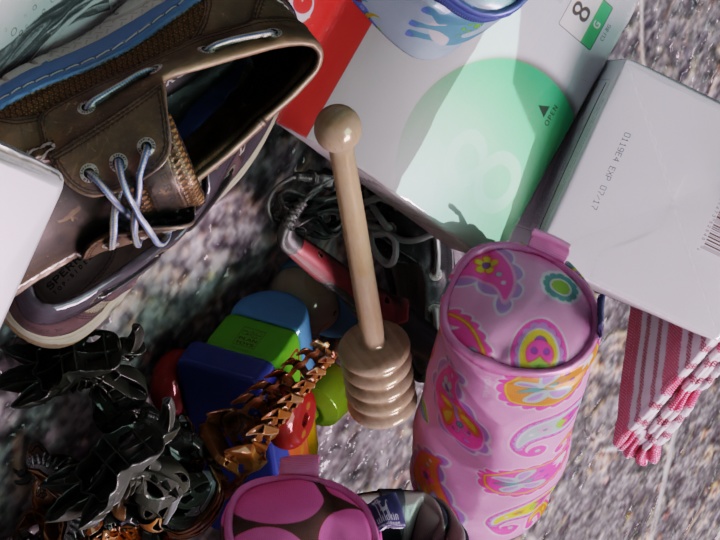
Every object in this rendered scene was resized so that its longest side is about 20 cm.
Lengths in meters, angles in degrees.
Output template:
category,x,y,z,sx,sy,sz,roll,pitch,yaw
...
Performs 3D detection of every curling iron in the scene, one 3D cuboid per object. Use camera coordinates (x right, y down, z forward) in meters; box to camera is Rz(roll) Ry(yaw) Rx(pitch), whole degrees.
category,x,y,z,sx,sy,sz,roll,pitch,yaw
curling iron,0.015,0.012,1.084,0.050,0.025,0.200,-55,133,-11

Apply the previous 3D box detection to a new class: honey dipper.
category,x,y,z,sx,sy,sz,roll,pitch,yaw
honey dipper,0.000,0.000,1.016,0.038,0.038,0.201,-43,144,-29

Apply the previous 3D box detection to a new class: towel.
category,x,y,z,sx,sy,sz,roll,pitch,yaw
towel,0.201,0.000,1.144,0.200,0.030,0.147,-56,-166,43

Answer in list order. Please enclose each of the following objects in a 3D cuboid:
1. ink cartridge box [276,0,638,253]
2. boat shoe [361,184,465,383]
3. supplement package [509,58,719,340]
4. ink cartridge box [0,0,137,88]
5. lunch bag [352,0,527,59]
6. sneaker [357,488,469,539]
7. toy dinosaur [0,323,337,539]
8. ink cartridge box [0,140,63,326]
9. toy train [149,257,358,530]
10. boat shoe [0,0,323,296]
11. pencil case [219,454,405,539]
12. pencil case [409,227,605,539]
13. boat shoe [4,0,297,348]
category,x,y,z,sx,sy,sz,roll,pitch,yaw
ink cartridge box,0.029,-0.122,1.027,0.200,0.050,0.162,35,81,-35
boat shoe,0.028,-0.029,1.132,0.068,0.074,0.200,-25,127,-18
supplement package,0.143,-0.044,1.148,0.114,0.109,0.200,-65,-170,2
ink cartridge box,-0.147,-0.118,0.821,0.144,0.083,0.201,-36,138,-36
lunch bag,0.050,-0.210,0.976,0.200,0.161,0.082,-44,-175,-27
sneaker,0.002,0.177,1.142,0.076,0.202,0.147,-5,105,-22
toy dinosaur,-0.106,0.091,0.994,0.200,0.102,0.136,-50,145,-10
ink cartridge box,-0.231,-0.016,0.668,0.146,0.199,0.147,22,93,-56
toy train,-0.039,0.095,1.120,0.116,0.084,0.201,-53,148,-41
boat shoe,-0.095,-0.047,0.798,0.200,0.072,0.072,-46,143,-24
pencil case,-0.038,0.191,1.036,0.090,0.094,0.201,0,128,-15
pencil case,0.073,0.064,1.075,0.087,0.087,0.200,-45,159,-27
boat shoe,-0.089,-0.050,0.943,0.072,0.065,0.200,42,76,-11
